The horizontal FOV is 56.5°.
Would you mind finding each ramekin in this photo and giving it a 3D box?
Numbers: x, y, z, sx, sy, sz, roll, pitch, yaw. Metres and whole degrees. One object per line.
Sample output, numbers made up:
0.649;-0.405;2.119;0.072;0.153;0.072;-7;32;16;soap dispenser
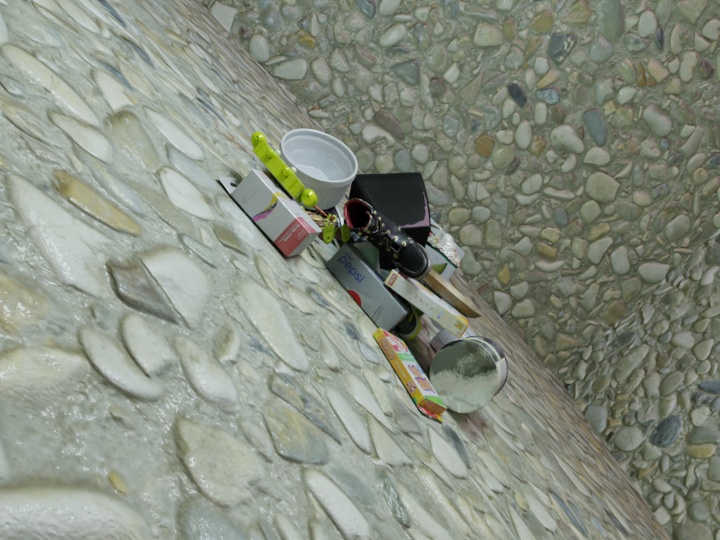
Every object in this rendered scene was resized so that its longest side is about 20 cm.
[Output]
-0.113;-0.240;1.624;0.195;0.106;0.203;16;41;-14;ramekin

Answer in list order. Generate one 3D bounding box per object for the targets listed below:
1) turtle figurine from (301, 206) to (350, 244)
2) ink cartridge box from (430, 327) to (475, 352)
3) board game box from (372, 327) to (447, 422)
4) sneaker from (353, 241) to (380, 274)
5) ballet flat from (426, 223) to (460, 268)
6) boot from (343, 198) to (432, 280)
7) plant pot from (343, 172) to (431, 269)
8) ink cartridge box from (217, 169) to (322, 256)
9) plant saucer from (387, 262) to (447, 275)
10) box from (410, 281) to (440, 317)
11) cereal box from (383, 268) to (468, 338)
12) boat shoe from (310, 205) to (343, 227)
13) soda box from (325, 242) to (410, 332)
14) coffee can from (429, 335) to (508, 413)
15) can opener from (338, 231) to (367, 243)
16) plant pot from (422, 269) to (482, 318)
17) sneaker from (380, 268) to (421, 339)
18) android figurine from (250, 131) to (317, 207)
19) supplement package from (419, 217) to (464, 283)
-0.107;-0.104;1.436;0.160;0.066;0.198;30;10;41;turtle figurine
0.279;0.221;1.767;0.147;0.084;0.199;51;11;21;ink cartridge box
0.099;0.202;1.301;0.095;0.030;0.202;34;20;-49;board game box
0.000;0.000;1.562;0.200;0.072;0.122;170;-86;-79;sneaker
0.208;-0.082;1.801;0.200;0.065;0.075;42;7;38;ballet flat
0.053;-0.068;1.396;0.149;0.073;0.201;31;16;-46;boot
0.080;-0.116;1.729;0.194;0.203;0.179;-5;44;-21;plant pot
-0.170;-0.125;1.275;0.200;0.067;0.116;47;9;2;ink cartridge box
0.139;0.007;1.796;0.200;0.194;0.032;-7;89;-76;plant saucer
0.155;0.078;1.712;0.060;0.116;0.200;50;10;7;box
0.146;0.068;1.453;0.198;0.040;0.144;37;7;6;cereal box
-0.099;-0.155;1.678;0.059;0.074;0.203;-12;61;-26;boat shoe
0.016;0.037;1.436;0.201;0.068;0.063;49;12;7;soda box
0.239;0.220;1.454;0.147;0.146;0.199;49;11;14;coffee can
-0.010;-0.098;1.641;0.067;0.052;0.199;53;-16;-12;can opener
0.198;0.047;1.554;0.199;0.028;0.200;39;8;-6;plant pot
0.074;0.061;1.530;0.201;0.074;0.085;56;6;37;sneaker
-0.156;-0.199;1.339;0.183;0.041;0.200;48;-2;3;android figurine
0.166;-0.066;2.007;0.191;0.148;0.199;42;-9;-29;supplement package
